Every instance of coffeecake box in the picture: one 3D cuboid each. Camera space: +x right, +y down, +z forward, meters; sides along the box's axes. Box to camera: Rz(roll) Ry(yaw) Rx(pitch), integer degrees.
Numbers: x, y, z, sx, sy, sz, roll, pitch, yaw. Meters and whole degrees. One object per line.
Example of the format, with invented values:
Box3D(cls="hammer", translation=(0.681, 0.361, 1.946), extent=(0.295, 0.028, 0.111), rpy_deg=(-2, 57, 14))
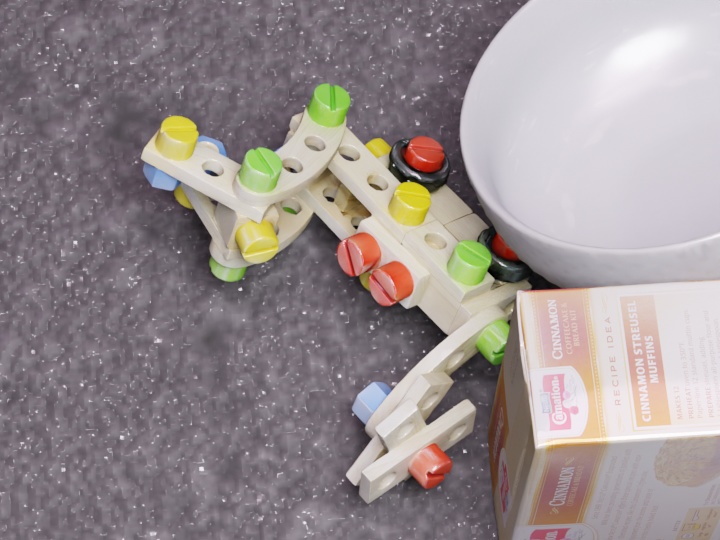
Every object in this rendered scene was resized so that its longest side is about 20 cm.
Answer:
Box3D(cls="coffeecake box", translation=(0.161, 0.065, 1.128), extent=(0.199, 0.154, 0.073), rpy_deg=(-3, 65, -4))

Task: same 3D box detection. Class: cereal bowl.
Box3D(cls="cereal bowl", translation=(0.147, -0.057, 1.164), extent=(0.199, 0.083, 0.201), rpy_deg=(-13, 44, 13))

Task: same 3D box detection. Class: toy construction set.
Box3D(cls="toy construction set", translation=(0.000, 0.000, 1.187), extent=(0.131, 0.092, 0.200), rpy_deg=(-23, 74, -39))
